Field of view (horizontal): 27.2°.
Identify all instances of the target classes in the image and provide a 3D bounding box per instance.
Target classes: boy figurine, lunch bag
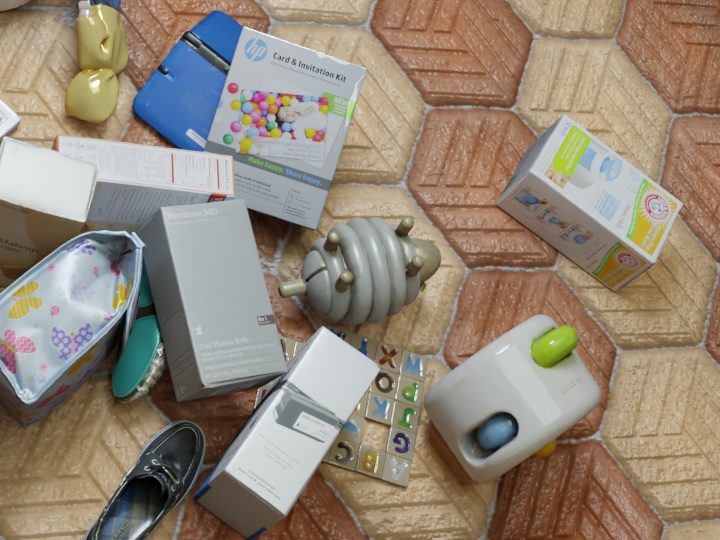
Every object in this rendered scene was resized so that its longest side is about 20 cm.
[{"bbox_3d":[-0.306,-0.270,1.736,0.064,0.124,0.201,3,87,7],"label":"boy figurine"},{"bbox_3d":[-0.299,0.054,1.531,0.127,0.170,0.200,45,70,1],"label":"lunch bag"}]

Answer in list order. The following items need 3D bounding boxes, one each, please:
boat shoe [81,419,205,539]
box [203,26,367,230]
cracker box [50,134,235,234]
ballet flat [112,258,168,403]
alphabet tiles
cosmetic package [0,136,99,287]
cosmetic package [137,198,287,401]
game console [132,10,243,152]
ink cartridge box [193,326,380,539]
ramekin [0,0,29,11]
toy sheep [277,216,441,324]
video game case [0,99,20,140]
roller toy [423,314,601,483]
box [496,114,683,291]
[{"bbox_3d":[-0.224,0.232,1.565,0.070,0.066,0.200,42,58,-2],"label":"boat shoe"},{"bbox_3d":[-0.095,-0.165,1.745,0.155,0.041,0.201,18,89,-5],"label":"box"},{"bbox_3d":[-0.253,-0.084,1.653,0.199,0.134,0.058,7,62,-22],"label":"cracker box"},{"bbox_3d":[-0.224,0.057,1.647,0.064,0.075,0.201,33,58,-47],"label":"ballet flat"},{"bbox_3d":[-0.023,0.147,1.726,0.199,0.008,0.168,19,62,-16],"label":"alphabet tiles"},{"bbox_3d":[-0.350,-0.052,1.557,0.105,0.200,0.071,16,61,-16],"label":"cosmetic package"},{"bbox_3d":[-0.160,0.031,1.593,0.106,0.090,0.201,-10,79,-30],"label":"cosmetic package"},{"bbox_3d":[-0.151,-0.201,1.819,0.200,0.118,0.171,38,89,-3],"label":"game console"},{"bbox_3d":[-0.079,0.176,1.601,0.084,0.145,0.200,37,62,-4],"label":"ink cartridge box"},{"bbox_3d":[-0.438,-0.401,1.735,0.200,0.098,0.201,10,64,-20],"label":"ramekin"},{"bbox_3d":[0.000,0.000,1.730,0.199,0.138,0.138,-8,71,-16],"label":"toy sheep"},{"bbox_3d":[-0.496,-0.155,1.647,0.143,0.018,0.200,43,58,-2],"label":"video game case"},{"bbox_3d":[0.178,0.153,1.710,0.182,0.200,0.140,-33,82,-8],"label":"roller toy"},{"bbox_3d":[0.296,-0.085,1.913,0.200,0.101,0.113,37,59,-5],"label":"box"}]
